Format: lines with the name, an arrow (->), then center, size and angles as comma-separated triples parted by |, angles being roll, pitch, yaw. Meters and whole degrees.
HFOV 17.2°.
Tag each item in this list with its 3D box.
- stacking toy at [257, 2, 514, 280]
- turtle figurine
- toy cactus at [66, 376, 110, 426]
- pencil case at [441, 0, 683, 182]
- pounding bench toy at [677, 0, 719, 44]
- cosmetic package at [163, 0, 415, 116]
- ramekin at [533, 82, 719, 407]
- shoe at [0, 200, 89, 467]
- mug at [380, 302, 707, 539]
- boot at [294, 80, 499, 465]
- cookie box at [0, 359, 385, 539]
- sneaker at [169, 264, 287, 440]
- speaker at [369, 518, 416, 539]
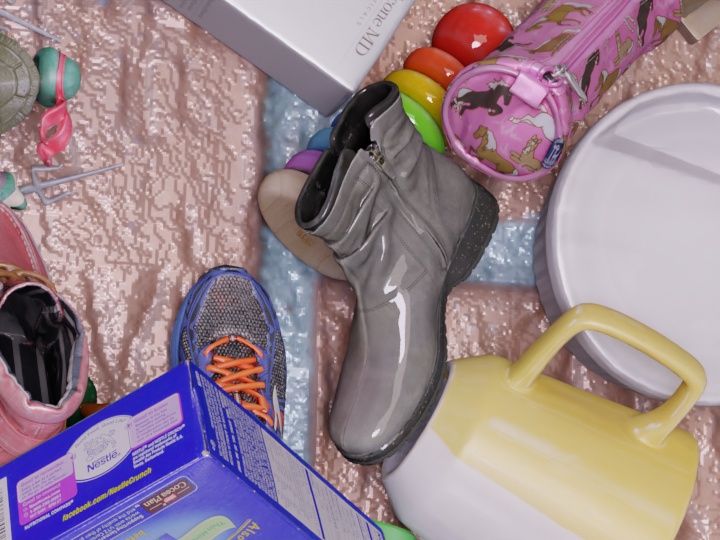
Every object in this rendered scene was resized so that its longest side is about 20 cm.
stacking toy -> 0.027, -0.090, 1.479 | 0.085, 0.085, 0.200 | 43, 67, -4
turtle figurine -> -0.240, -0.111, 1.403 | 0.200, 0.101, 0.150 | 0, 81, -8
toy cactus -> -0.214, 0.071, 1.392 | 0.200, 0.102, 0.165 | 5, 61, -11
pencil case -> 0.127, -0.132, 1.458 | 0.200, 0.086, 0.083 | -46, 138, -48
pounding bench toy -> 0.271, -0.268, 1.520 | 0.200, 0.156, 0.124 | -39, 92, -17
cosmetic package -> -0.067, -0.197, 1.469 | 0.200, 0.071, 0.101 | 34, 75, -7
ramekin -> 0.201, -0.011, 1.494 | 0.202, 0.094, 0.203 | 2, 81, -13
shoe -> -0.193, 0.021, 1.328 | 0.071, 0.091, 0.200 | 3, 53, -23
mug -> 0.107, 0.110, 1.418 | 0.153, 0.149, 0.187 | 30, 86, -7
boot -> 0.000, 0.000, 1.377 | 0.131, 0.068, 0.200 | 41, 62, -41
cookie box -> -0.100, 0.161, 1.300 | 0.171, 0.075, 0.200 | -30, 134, 16
sneaker -> -0.072, 0.095, 1.417 | 0.075, 0.078, 0.200 | -1, 82, -15
speaker -> -0.024, 0.246, 1.402 | 0.088, 0.088, 0.200 | 16, 78, -11
